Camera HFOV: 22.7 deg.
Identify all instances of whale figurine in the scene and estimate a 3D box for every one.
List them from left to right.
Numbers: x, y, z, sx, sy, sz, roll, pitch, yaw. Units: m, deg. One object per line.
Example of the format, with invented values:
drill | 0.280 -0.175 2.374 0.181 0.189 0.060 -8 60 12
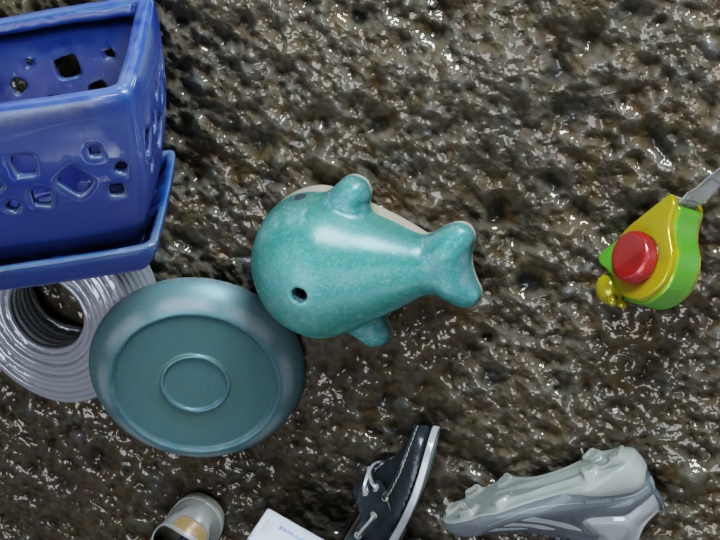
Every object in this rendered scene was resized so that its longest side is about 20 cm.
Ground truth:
whale figurine | 0.000 0.000 1.512 0.198 0.104 0.160 4 117 22

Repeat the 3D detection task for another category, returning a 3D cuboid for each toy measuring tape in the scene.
toy measuring tape | 0.257 -0.024 1.401 0.074 0.074 0.200 46 126 -4

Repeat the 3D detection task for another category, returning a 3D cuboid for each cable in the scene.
cable | -0.279 0.027 1.672 0.199 0.069 0.200 -32 100 33

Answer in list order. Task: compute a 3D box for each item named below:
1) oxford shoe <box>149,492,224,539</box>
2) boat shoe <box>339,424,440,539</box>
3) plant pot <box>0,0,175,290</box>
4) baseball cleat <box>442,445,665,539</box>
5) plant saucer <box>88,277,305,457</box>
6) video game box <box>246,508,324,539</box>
oxford shoe | -0.193 0.303 1.787 0.075 0.058 0.201 31 126 4
boat shoe | 0.020 0.213 1.633 0.060 0.076 0.201 23 122 5
plant pot | -0.256 -0.100 1.500 0.198 0.201 0.181 -8 120 5
baseball cleat | 0.170 0.221 1.573 0.199 0.070 0.107 -21 106 32
plant saucer | -0.150 0.097 1.634 0.198 0.028 0.201 1 123 1
video game box | -0.032 0.327 1.696 0.181 0.047 0.201 31 145 9
